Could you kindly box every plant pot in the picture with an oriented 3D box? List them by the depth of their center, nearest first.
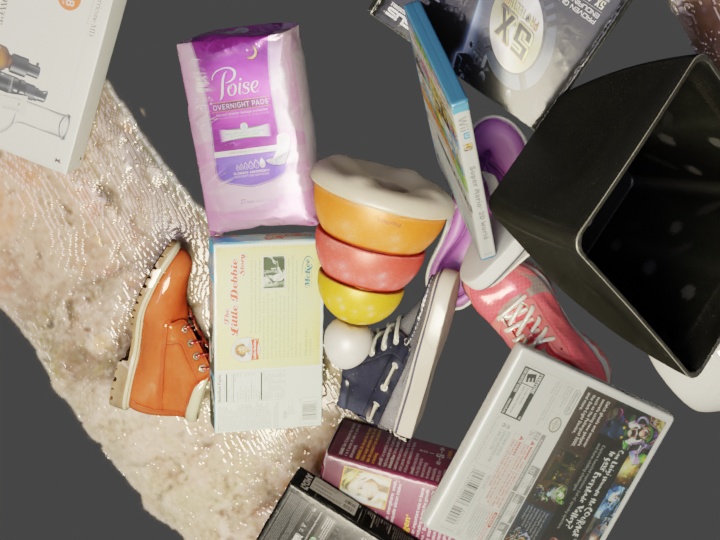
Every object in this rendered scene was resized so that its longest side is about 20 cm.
[{"bbox_3d":[0.236,-0.057,1.283,0.200,0.177,0.200,43,76,-32],"label":"plant pot"}]

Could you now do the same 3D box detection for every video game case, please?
[{"bbox_3d":[0.082,-0.125,1.323,0.018,0.144,0.201,-18,139,-1],"label":"video game case"},{"bbox_3d":[0.181,0.191,1.409,0.180,0.023,0.202,24,101,-17],"label":"video game case"}]

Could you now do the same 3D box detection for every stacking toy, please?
[{"bbox_3d":[0.000,0.000,1.420,0.144,0.146,0.202,18,104,6],"label":"stacking toy"}]

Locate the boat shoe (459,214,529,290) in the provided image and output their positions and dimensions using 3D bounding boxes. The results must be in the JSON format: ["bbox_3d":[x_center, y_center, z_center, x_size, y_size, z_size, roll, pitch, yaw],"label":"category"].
[{"bbox_3d":[0.177,-0.052,1.397,0.066,0.072,0.201,42,81,-24],"label":"boat shoe"}]

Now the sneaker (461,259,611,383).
[{"bbox_3d":[0.178,0.063,1.426,0.074,0.087,0.200,-41,103,17],"label":"sneaker"}]

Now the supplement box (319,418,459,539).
[{"bbox_3d":[0.053,0.253,1.503,0.197,0.103,0.133,15,108,6],"label":"supplement box"}]

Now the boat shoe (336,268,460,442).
[{"bbox_3d":[0.034,0.076,1.465,0.092,0.075,0.202,20,119,9],"label":"boat shoe"}]

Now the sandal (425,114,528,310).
[{"bbox_3d":[0.118,-0.051,1.437,0.081,0.050,0.205,16,108,6],"label":"sandal"}]

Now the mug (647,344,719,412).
[{"bbox_3d":[0.348,0.025,1.375,0.175,0.147,0.201,-41,63,21],"label":"mug"}]

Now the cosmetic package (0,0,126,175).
[{"bbox_3d":[-0.334,-0.219,1.485,0.149,0.052,0.202,20,107,3],"label":"cosmetic package"}]

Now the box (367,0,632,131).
[{"bbox_3d":[0.135,-0.257,1.361,0.199,0.086,0.165,36,109,0],"label":"box"}]

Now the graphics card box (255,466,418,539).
[{"bbox_3d":[-0.010,0.302,1.448,0.199,0.051,0.126,30,109,1],"label":"graphics card box"}]

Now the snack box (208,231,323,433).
[{"bbox_3d":[-0.097,0.064,1.496,0.115,0.037,0.203,-2,105,-14],"label":"snack box"}]

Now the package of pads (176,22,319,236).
[{"bbox_3d":[-0.105,-0.140,1.446,0.119,0.076,0.203,-5,103,11],"label":"package of pads"}]

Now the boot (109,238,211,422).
[{"bbox_3d":[-0.189,0.066,1.524,0.106,0.075,0.202,18,115,3],"label":"boot"}]
